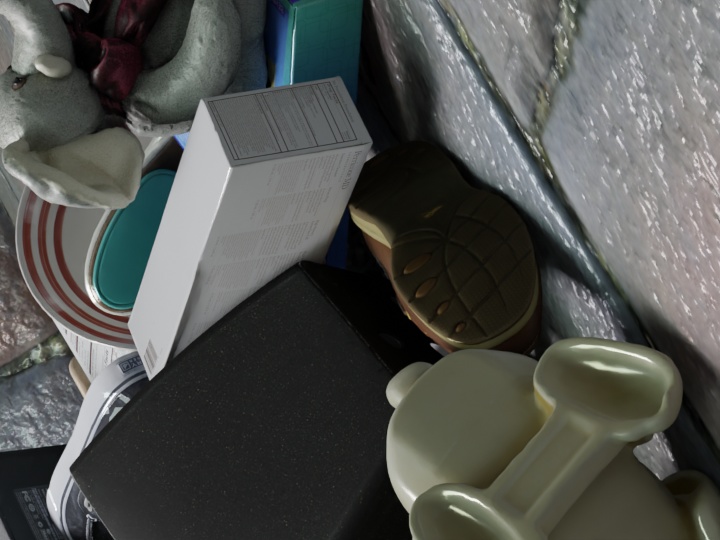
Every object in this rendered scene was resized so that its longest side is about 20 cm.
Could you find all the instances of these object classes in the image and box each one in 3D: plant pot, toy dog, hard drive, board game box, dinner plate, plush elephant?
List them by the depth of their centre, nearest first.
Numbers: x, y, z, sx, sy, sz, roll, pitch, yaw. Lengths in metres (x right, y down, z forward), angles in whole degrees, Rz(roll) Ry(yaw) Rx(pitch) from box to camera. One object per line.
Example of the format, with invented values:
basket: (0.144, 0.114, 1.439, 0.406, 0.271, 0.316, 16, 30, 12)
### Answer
toy dog: (0.096, 0.138, 1.238, 0.193, 0.140, 0.200, 15, 151, 44)
plush elephant: (-0.137, -0.114, 1.387, 0.165, 0.154, 0.202, 34, 136, 55)
plant pot: (-0.002, 0.111, 1.412, 0.199, 0.178, 0.200, 12, -153, -45)
board game box: (-0.056, -0.114, 1.462, 0.152, 0.045, 0.201, 53, 152, 38)
dinner plate: (-0.120, -0.033, 1.658, 0.201, 0.199, 0.024, 54, 170, 31)
hard drive: (-0.184, 0.184, 1.785, 0.200, 0.033, 0.140, -2, -120, -59)

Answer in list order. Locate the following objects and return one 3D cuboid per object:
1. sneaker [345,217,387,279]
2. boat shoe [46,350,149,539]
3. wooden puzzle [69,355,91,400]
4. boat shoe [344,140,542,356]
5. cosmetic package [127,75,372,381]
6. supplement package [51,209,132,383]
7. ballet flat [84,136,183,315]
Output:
sneaker: (0.000, 0.000, 1.573, 0.099, 0.071, 0.202, 10, 111, 34)
boat shoe: (-0.147, 0.134, 1.665, 0.068, 0.071, 0.201, 58, 146, 27)
wooden puzzle: (-0.083, 0.106, 1.852, 0.201, 0.184, 0.037, 59, 166, 13)
boat shoe: (0.051, 0.001, 1.331, 0.068, 0.072, 0.200, 62, 176, -29)
cosmetic package: (-0.062, -0.018, 1.395, 0.051, 0.082, 0.201, 66, 151, 29)
supplement package: (-0.094, 0.031, 1.738, 0.200, 0.151, 0.151, 55, 151, 31)
ballet flat: (-0.108, -0.064, 1.616, 0.069, 0.201, 0.069, 28, -177, -2)
